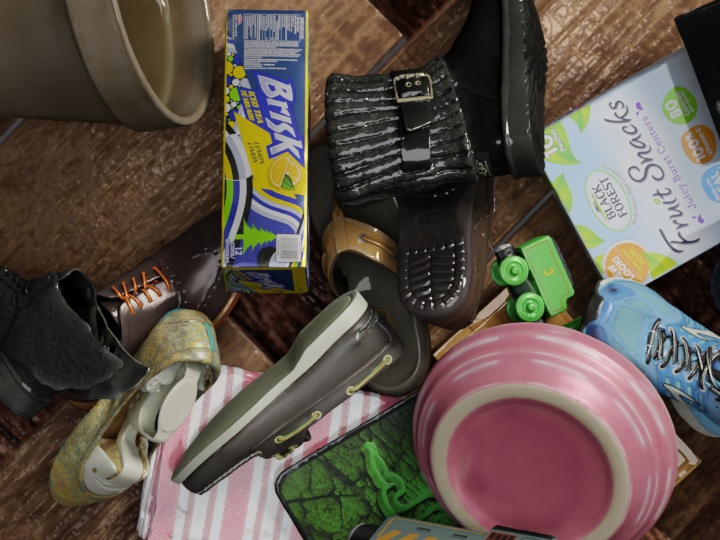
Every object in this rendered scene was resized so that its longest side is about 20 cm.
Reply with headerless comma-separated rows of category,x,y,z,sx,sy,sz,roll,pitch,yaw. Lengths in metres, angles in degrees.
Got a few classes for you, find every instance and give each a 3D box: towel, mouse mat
towel,-0.063,0.152,1.754,0.199,0.030,0.147,10,94,-4
mouse mat,0.046,0.202,1.748,0.161,0.008,0.200,-31,103,-4

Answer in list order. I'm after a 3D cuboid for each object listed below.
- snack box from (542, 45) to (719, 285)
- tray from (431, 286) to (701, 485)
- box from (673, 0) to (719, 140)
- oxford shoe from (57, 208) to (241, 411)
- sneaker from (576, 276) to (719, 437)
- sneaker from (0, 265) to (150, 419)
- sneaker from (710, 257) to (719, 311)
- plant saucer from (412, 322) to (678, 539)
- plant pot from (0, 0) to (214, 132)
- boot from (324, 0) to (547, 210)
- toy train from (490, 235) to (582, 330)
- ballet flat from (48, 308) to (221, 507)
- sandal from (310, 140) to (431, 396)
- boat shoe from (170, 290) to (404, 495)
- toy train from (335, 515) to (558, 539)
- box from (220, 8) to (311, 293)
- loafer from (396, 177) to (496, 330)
snack box,0.244,-0.087,1.728,0.200,0.053,0.142,-29,93,1
tray,0.157,0.104,1.748,0.099,0.037,0.200,-42,94,2
box,0.358,-0.169,1.638,0.200,0.148,0.125,-25,96,-35
oxford shoe,-0.154,0.026,1.710,0.200,0.073,0.071,-47,67,2
sneaker,0.245,0.063,1.685,0.200,0.090,0.079,28,76,-31
sneaker,-0.234,0.030,1.675,0.104,0.060,0.200,-41,54,17
sneaker,0.342,-0.037,1.689,0.200,0.078,0.066,-51,60,36
plant saucer,0.130,0.136,1.672,0.200,0.051,0.201,9,120,16
plant pot,-0.222,-0.189,1.660,0.173,0.200,0.201,-9,94,16
boot,0.053,-0.143,1.680,0.157,0.080,0.211,-8,49,15
toy train,0.157,0.067,1.710,0.056,0.042,0.200,-25,94,-10
ballet flat,-0.167,0.117,1.698,0.071,0.071,0.200,36,111,-3
sandal,0.000,0.000,1.716,0.082,0.055,0.201,-9,94,26
boat shoe,-0.055,0.103,1.694,0.201,0.072,0.061,-43,103,12
toy train,0.057,0.232,1.657,0.200,0.114,0.085,5,125,36
box,-0.069,-0.087,1.684,0.064,0.070,0.201,1,74,0
loafer,0.064,-0.041,1.700,0.073,0.071,0.200,-1,59,20
